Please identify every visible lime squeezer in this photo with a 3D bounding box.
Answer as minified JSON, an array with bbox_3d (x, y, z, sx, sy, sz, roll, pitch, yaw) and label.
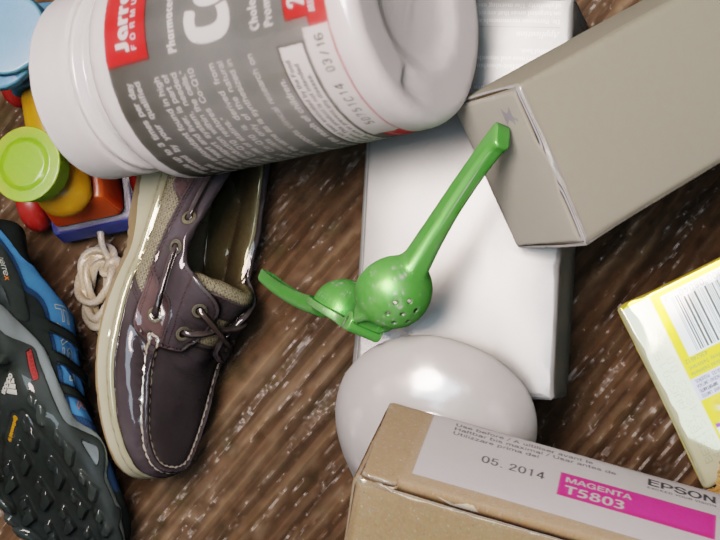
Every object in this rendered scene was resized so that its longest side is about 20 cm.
[{"bbox_3d":[0.000,0.000,0.815,0.200,0.037,0.071,-30,62,50],"label":"lime squeezer"}]

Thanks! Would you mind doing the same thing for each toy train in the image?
[{"bbox_3d":[-0.155,-0.044,0.905,0.084,0.116,0.202,-11,85,12],"label":"toy train"}]

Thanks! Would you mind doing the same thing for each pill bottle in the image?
[{"bbox_3d":[-0.055,-0.106,0.813,0.199,0.114,0.115,-9,84,34],"label":"pill bottle"}]

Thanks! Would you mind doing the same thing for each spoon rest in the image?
[{"bbox_3d":[0.019,0.113,0.859,0.099,0.061,0.201,22,121,-2],"label":"spoon rest"}]

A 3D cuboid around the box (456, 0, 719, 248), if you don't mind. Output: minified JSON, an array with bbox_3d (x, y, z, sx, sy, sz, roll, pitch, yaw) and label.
[{"bbox_3d":[0.150,-0.090,0.814,0.199,0.068,0.083,-28,100,-21],"label":"box"}]

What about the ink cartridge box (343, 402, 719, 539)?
[{"bbox_3d":[0.085,0.169,0.789,0.198,0.075,0.166,16,116,7],"label":"ink cartridge box"}]

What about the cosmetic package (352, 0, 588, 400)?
[{"bbox_3d":[0.058,-0.035,0.876,0.106,0.090,0.202,5,91,13],"label":"cosmetic package"}]

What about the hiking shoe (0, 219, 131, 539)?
[{"bbox_3d":[-0.165,0.065,0.916,0.074,0.087,0.201,-11,112,28],"label":"hiking shoe"}]

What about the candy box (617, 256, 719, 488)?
[{"bbox_3d":[0.240,0.020,0.862,0.199,0.026,0.103,-27,86,10],"label":"candy box"}]

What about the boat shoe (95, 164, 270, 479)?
[{"bbox_3d":[-0.088,0.011,0.906,0.064,0.072,0.202,5,82,34],"label":"boat shoe"}]

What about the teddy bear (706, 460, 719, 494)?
[{"bbox_3d":[0.141,0.169,0.848,0.198,0.067,0.146,-12,95,11],"label":"teddy bear"}]
